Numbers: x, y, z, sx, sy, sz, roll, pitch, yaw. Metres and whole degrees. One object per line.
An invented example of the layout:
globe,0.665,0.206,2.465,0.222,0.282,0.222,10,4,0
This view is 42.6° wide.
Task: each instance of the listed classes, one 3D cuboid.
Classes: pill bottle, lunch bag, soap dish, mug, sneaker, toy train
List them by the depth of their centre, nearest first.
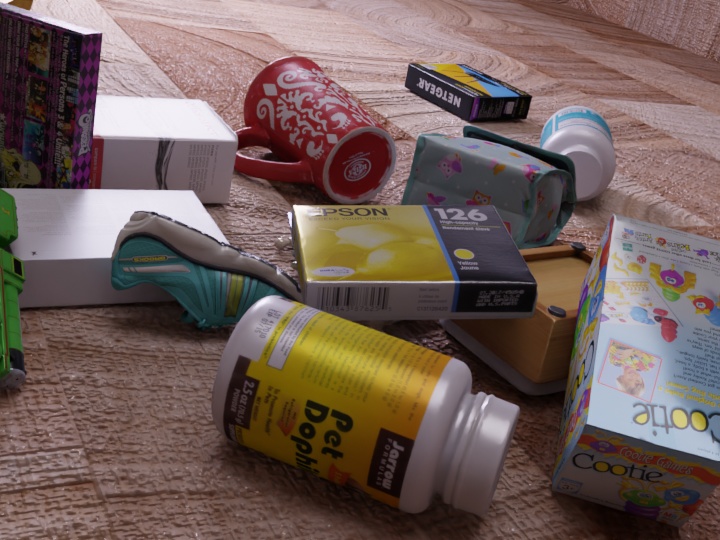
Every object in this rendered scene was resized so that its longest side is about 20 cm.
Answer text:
pill bottle,0.005,0.097,0.643,0.199,0.110,0.109,18,25,14
toy train,-0.286,0.007,0.710,0.056,0.042,0.201,42,23,-51
sneaker,-0.121,0.017,0.806,0.199,0.080,0.077,24,-2,-18
soap dish,0.190,0.039,0.890,0.199,0.082,0.157,-6,30,-35
lunch bag,0.169,-0.104,1.145,0.169,0.123,0.200,22,18,25
mug,-0.064,-0.161,1.194,0.200,0.178,0.133,44,3,43
pill bottle,0.319,-0.169,1.363,0.110,0.112,0.200,15,25,6

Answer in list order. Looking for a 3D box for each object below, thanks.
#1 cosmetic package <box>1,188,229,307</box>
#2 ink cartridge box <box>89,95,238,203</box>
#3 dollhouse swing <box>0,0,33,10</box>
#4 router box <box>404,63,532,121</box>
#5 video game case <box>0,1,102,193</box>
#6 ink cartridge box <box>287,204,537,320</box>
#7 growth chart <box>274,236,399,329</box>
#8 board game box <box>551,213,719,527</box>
cosmetic package,-0.233,-0.025,0.865,0.199,0.052,0.151,-2,26,-27
ink cartridge box,-0.259,-0.140,1.059,0.199,0.083,0.147,-2,29,-28
dollhouse swing,-0.496,-0.253,1.081,0.180,0.177,0.200,10,25,-6
router box,0.201,-0.337,1.736,0.148,0.051,0.200,-9,32,-36
video game case,-0.348,-0.160,0.922,0.180,0.201,0.036,19,24,16
ink cartridge box,0.037,-0.024,0.833,0.196,0.047,0.200,-1,33,-10
growth chart,0.000,0.000,0.962,0.144,0.018,0.200,-9,32,-38
board game box,0.220,0.073,0.711,0.104,0.103,0.201,15,52,6
